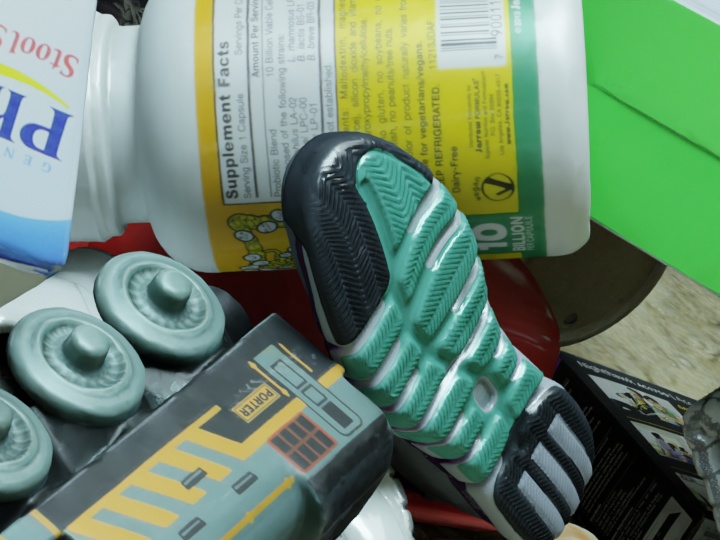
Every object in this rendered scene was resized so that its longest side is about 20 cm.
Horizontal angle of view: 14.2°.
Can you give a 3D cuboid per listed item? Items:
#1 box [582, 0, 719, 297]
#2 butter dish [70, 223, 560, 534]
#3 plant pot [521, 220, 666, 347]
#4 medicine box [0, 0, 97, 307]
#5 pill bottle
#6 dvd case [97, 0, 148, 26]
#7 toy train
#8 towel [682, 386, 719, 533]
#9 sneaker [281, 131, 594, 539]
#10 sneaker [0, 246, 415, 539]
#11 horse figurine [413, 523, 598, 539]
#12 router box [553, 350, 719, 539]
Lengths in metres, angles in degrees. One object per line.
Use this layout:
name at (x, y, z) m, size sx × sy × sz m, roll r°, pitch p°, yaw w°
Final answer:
box at (0.166, -0.046, 1.152) m, size 0.200 × 0.097 × 0.176 m, roll 32°, pitch 17°, yaw 26°
butter dish at (0.000, 0.000, 1.173) m, size 0.200 × 0.148 × 0.199 m, roll 13°, pitch 24°, yaw -46°
plant pot at (0.074, -0.041, 1.346) m, size 0.200 × 0.200 × 0.134 m, roll 15°, pitch 28°, yaw -44°
medicine box at (-0.169, -0.074, 0.884) m, size 0.103 × 0.182 × 0.200 m, roll 20°, pitch 60°, yaw -32°
pill bottle at (-0.018, -0.056, 1.051) m, size 0.200 × 0.113 × 0.113 m, roll -3°, pitch 18°, yaw 3°
dvd case at (-0.081, -0.137, 1.376) m, size 0.149 × 0.200 × 0.016 m, roll 32°, pitch 50°, yaw 1°
toy train at (-0.074, 0.070, 0.904) m, size 0.114 × 0.085 × 0.200 m, roll 38°, pitch 35°, yaw 9°
towel at (0.223, 0.118, 1.183) m, size 0.166 × 0.086 × 0.200 m, roll -19°, pitch 90°, yaw -62°
sneaker at (0.005, 0.027, 1.019) m, size 0.087 × 0.074 × 0.200 m, roll 9°, pitch -36°, yaw 40°
sneaker at (-0.069, 0.068, 1.021) m, size 0.200 × 0.075 × 0.087 m, roll 32°, pitch 27°, yaw 24°
horse figurine at (0.087, 0.138, 1.105) m, size 0.133 × 0.050 × 0.200 m, roll 40°, pitch 20°, yaw 13°
router box at (0.182, 0.117, 1.327) m, size 0.200 × 0.051 × 0.149 m, roll 21°, pitch 18°, yaw -33°
